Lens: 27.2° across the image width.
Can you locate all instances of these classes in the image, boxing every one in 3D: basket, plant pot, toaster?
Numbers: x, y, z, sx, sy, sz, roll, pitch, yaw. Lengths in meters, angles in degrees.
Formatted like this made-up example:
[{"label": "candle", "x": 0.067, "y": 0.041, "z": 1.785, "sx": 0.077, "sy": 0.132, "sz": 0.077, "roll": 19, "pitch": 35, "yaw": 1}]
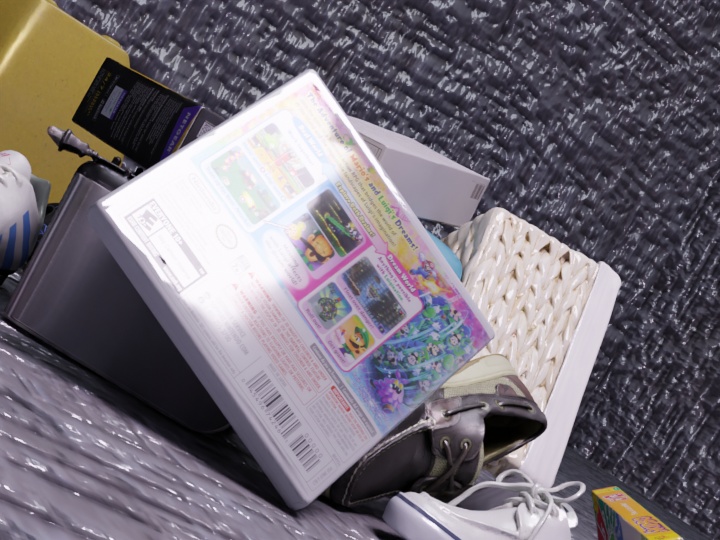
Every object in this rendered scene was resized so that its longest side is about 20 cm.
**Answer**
[{"label": "basket", "x": 0.093, "y": 0.069, "z": 1.146, "sx": 0.123, "sy": 0.201, "sz": 0.135, "roll": 33, "pitch": -31, "yaw": -15}, {"label": "plant pot", "x": -0.321, "y": -0.150, "z": 1.338, "sx": 0.195, "sy": 0.201, "sz": 0.194, "roll": 31, "pitch": 1, "yaw": 40}, {"label": "toaster", "x": -0.121, "y": 0.014, "z": 0.962, "sx": 0.199, "sy": 0.119, "sz": 0.181, "roll": 30, "pitch": -1, "yaw": 3}]

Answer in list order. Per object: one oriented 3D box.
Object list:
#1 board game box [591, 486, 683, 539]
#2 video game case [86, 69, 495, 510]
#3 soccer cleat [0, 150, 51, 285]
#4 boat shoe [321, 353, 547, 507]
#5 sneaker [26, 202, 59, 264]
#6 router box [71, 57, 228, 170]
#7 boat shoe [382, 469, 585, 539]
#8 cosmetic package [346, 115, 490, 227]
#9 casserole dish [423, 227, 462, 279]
[{"label": "board game box", "x": 0.201, "y": 0.218, "z": 1.046, "sx": 0.030, "sy": 0.097, "sz": 0.200, "roll": -9, "pitch": 3, "yaw": -6}, {"label": "video game case", "x": -0.033, "y": 0.005, "z": 0.859, "sx": 0.201, "sy": 0.182, "sz": 0.024, "roll": 55, "pitch": -38, "yaw": -3}, {"label": "soccer cleat", "x": -0.250, "y": -0.042, "z": 0.936, "sx": 0.069, "sy": 0.087, "sz": 0.200, "roll": 29, "pitch": 0, "yaw": 5}, {"label": "boat shoe", "x": 0.054, "y": 0.109, "z": 0.965, "sx": 0.066, "sy": 0.072, "sz": 0.200, "roll": 38, "pitch": 33, "yaw": 25}, {"label": "sneaker", "x": -0.237, "y": -0.025, "z": 1.218, "sx": 0.077, "sy": 0.071, "sz": 0.200, "roll": 9, "pitch": -5, "yaw": -12}, {"label": "router box", "x": -0.075, "y": -0.059, "z": 0.987, "sx": 0.199, "sy": 0.053, "sz": 0.157, "roll": 30, "pitch": 1, "yaw": -37}, {"label": "boat shoe", "x": 0.109, "y": 0.165, "z": 0.935, "sx": 0.201, "sy": 0.087, "sz": 0.075, "roll": 30, "pitch": 0, "yaw": -24}, {"label": "cosmetic package", "x": 0.022, "y": -0.078, "z": 1.154, "sx": 0.082, "sy": 0.051, "sz": 0.200, "roll": 32, "pitch": 11, "yaw": 25}, {"label": "casserole dish", "x": 0.000, "y": 0.000, "z": 1.155, "sx": 0.039, "sy": 0.121, "sz": 0.200, "roll": 47, "pitch": -2, "yaw": -31}]
